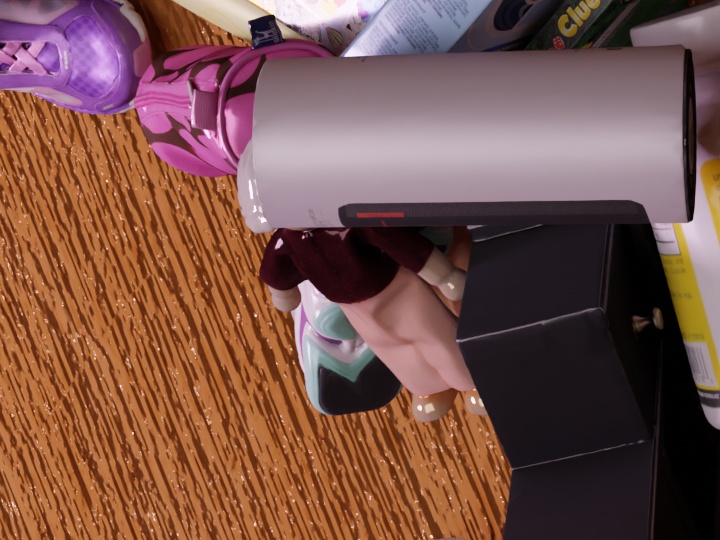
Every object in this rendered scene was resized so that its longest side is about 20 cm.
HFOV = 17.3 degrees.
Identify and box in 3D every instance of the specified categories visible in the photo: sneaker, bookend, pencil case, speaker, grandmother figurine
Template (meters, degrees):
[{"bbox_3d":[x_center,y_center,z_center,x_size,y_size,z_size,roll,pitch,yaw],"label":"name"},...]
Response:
[{"bbox_3d":[-0.011,-0.031,1.323,0.201,0.077,0.140,108,151,-42],"label":"sneaker"},{"bbox_3d":[0.114,0.087,1.152,0.091,0.199,0.201,-14,121,19],"label":"bookend"},{"bbox_3d":[-0.068,-0.089,1.302,0.200,0.093,0.092,-173,76,-73],"label":"pencil case"},{"bbox_3d":[-0.218,-0.137,1.468,0.199,0.088,0.081,15,113,33],"label":"sneaker"},{"bbox_3d":[0.052,-0.061,1.084,0.198,0.081,0.082,0,107,11],"label":"speaker"},{"bbox_3d":[0.000,0.000,1.211,0.121,0.061,0.200,-16,133,28],"label":"grandmother figurine"}]

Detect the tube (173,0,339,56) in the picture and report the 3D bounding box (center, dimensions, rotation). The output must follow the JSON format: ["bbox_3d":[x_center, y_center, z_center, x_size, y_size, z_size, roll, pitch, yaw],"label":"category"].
[{"bbox_3d":[-0.068,-0.155,1.356,0.199,0.058,0.052,34,133,27],"label":"tube"}]

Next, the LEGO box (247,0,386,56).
[{"bbox_3d":[0.007,-0.224,1.261,0.149,0.077,0.201,34,124,26],"label":"LEGO box"}]

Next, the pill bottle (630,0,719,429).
[{"bbox_3d":[0.196,-0.032,1.152,0.111,0.111,0.201,-11,98,41],"label":"pill bottle"}]

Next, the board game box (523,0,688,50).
[{"bbox_3d":[0.150,-0.153,1.152,0.023,0.105,0.200,50,129,12],"label":"board game box"}]

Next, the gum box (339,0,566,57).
[{"bbox_3d":[0.102,-0.165,1.143,0.045,0.169,0.200,53,130,12],"label":"gum box"}]

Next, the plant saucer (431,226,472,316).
[{"bbox_3d":[0.106,0.000,1.286,0.199,0.037,0.202,15,115,35],"label":"plant saucer"}]

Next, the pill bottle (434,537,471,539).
[{"bbox_3d":[0.035,0.257,1.382,0.112,0.112,0.201,38,126,23],"label":"pill bottle"}]
